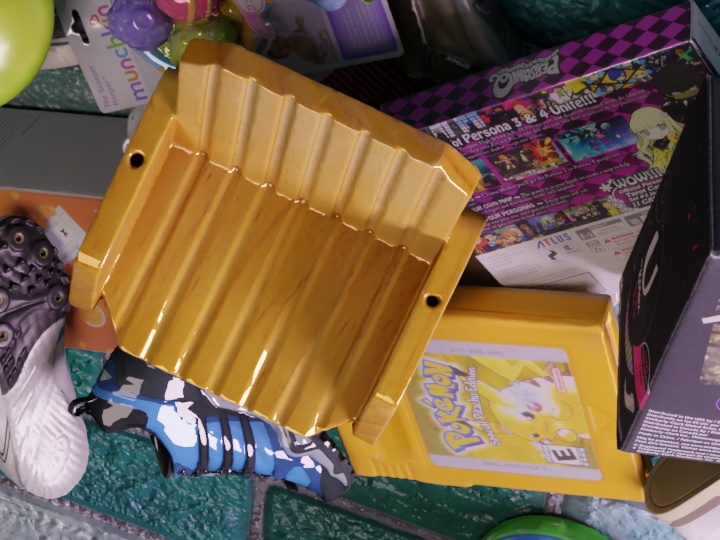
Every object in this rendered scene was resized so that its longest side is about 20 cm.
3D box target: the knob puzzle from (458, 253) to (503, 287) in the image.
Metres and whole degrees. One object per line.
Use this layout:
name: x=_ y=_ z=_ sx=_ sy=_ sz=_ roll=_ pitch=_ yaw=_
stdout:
knob puzzle: x=0.000 y=0.000 z=1.547 sx=0.220 sy=0.030 sz=0.220 roll=16 pitch=134 yaw=17

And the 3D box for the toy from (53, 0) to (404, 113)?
toy: x=-0.087 y=-0.147 z=1.391 sx=0.200 sy=0.047 sz=0.115 roll=-11 pitch=117 yaw=21

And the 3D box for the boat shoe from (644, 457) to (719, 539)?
boat shoe: x=0.268 y=0.109 z=1.483 sx=0.068 sy=0.075 sz=0.200 roll=37 pitch=133 yaw=-27

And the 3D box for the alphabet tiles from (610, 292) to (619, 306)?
alphabet tiles: x=0.074 y=0.032 z=1.560 sx=0.196 sy=0.015 sz=0.200 roll=43 pitch=131 yaw=-2

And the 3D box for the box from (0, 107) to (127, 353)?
box: x=-0.209 y=-0.028 z=1.610 sx=0.200 sy=0.097 sz=0.124 roll=6 pitch=126 yaw=24

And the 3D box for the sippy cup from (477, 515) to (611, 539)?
sippy cup: x=0.113 y=0.253 z=1.621 sx=0.140 sy=0.130 sz=0.178 roll=29 pitch=132 yaw=8

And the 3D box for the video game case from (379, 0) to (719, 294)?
video game case: x=0.139 y=-0.057 z=1.394 sx=0.200 sy=0.036 sz=0.181 roll=-17 pitch=137 yaw=30

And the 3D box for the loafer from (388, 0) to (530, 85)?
loafer: x=0.043 y=-0.142 z=1.404 sx=0.070 sy=0.075 sz=0.200 roll=-21 pitch=112 yaw=18

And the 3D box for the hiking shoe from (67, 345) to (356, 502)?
hiking shoe: x=-0.091 y=0.101 z=1.577 sx=0.200 sy=0.074 sz=0.087 roll=37 pitch=95 yaw=-30

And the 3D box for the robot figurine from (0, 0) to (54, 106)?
robot figurine: x=-0.250 y=-0.157 z=1.432 sx=0.200 sy=0.116 sz=0.176 roll=31 pitch=128 yaw=55

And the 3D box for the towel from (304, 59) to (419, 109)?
towel: x=-0.058 y=-0.125 z=1.513 sx=0.200 sy=0.023 sz=0.144 roll=44 pitch=131 yaw=-8

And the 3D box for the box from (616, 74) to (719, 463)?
box: x=0.211 y=0.006 z=1.331 sx=0.106 sy=0.122 sz=0.200 roll=8 pitch=144 yaw=-5

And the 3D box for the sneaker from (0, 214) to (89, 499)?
sneaker: x=-0.220 y=0.054 z=1.570 sx=0.072 sy=0.072 sz=0.200 roll=27 pitch=131 yaw=44

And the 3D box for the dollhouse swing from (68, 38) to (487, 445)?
dollhouse swing: x=-0.048 y=-0.010 z=1.353 sx=0.200 sy=0.176 sz=0.182 roll=26 pitch=90 yaw=0

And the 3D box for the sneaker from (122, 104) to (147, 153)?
sneaker: x=-0.107 y=-0.057 z=1.493 sx=0.087 sy=0.075 sz=0.200 roll=25 pitch=93 yaw=32

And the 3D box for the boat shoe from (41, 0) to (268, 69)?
boat shoe: x=-0.142 y=-0.181 z=1.462 sx=0.200 sy=0.075 sz=0.093 roll=-9 pitch=112 yaw=22

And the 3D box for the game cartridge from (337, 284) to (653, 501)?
game cartridge: x=0.071 y=0.076 z=1.525 sx=0.200 sy=0.032 sz=0.176 roll=2 pitch=139 yaw=20
